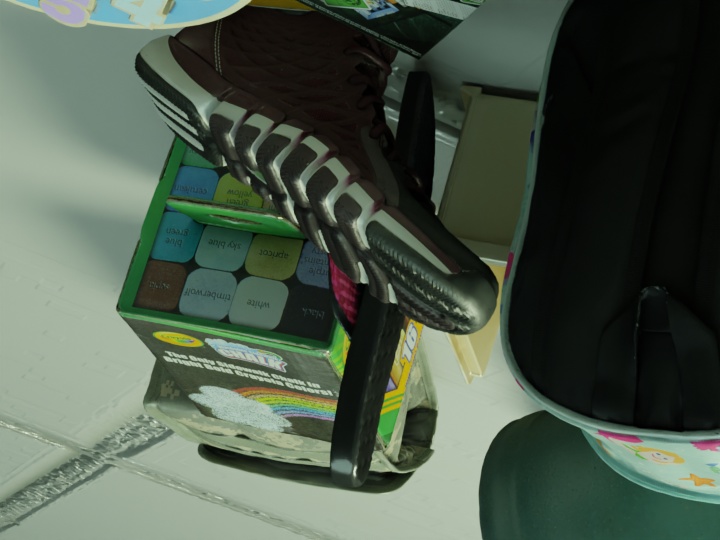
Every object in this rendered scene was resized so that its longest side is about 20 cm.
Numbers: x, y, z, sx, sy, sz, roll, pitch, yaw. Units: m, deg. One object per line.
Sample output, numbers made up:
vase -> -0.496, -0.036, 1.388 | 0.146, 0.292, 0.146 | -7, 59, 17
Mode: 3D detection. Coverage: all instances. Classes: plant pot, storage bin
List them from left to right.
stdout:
storage bin -> 0.146, 0.005, 0.829 | 0.198, 0.095, 0.199 | 9, 157, 16
plant pot -> 0.170, 0.131, 0.769 | 0.134, 0.202, 0.200 | -34, 132, 30

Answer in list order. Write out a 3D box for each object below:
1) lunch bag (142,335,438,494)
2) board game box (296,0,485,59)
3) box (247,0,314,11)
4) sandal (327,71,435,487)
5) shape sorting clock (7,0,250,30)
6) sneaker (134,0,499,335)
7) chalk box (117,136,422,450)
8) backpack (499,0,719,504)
lunch bag -> -0.038, 0.086, 1.131 | 0.162, 0.119, 0.200 | 9, 163, 15
board game box -> -0.041, -0.144, 0.588 | 0.198, 0.024, 0.105 | 23, 158, -18
box -> -0.053, -0.171, 0.617 | 0.118, 0.042, 0.200 | 9, 155, 18
sandal -> 0.000, 0.000, 0.773 | 0.045, 0.202, 0.075 | 12, 176, 12
shape sorting clock -> -0.126, -0.139, 0.577 | 0.198, 0.040, 0.200 | 14, 157, 6
sneaker -> 0.005, -0.070, 0.695 | 0.200, 0.116, 0.076 | 39, 166, 21
chalk box -> -0.044, -0.001, 0.889 | 0.124, 0.125, 0.200 | 10, 157, 17
backpack -> 0.149, -0.010, 0.631 | 0.176, 0.202, 0.151 | 0, 150, 34
